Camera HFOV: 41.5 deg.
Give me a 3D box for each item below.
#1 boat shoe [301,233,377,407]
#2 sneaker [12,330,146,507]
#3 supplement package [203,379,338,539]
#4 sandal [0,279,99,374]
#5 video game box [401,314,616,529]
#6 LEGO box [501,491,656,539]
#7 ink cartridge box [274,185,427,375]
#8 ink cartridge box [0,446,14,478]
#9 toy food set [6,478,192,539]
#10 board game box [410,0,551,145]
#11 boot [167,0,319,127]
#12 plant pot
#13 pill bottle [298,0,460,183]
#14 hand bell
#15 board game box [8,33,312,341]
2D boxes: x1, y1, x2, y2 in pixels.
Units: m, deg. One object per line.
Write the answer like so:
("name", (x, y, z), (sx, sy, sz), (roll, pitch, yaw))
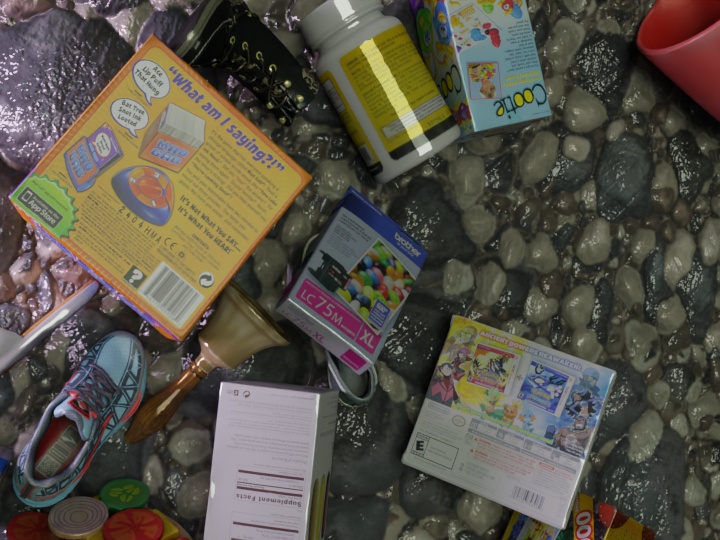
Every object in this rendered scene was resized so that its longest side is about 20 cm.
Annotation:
("boat shoe", (-0.019, 0.055, 1.074), (0.072, 0.062, 0.203), (-11, 90, -13))
("sneaker", (-0.277, 0.147, 0.966), (0.079, 0.096, 0.202), (30, 66, -7))
("supplement package", (-0.093, 0.223, 1.004), (0.108, 0.114, 0.204), (5, 86, 10))
("sandal", (-0.363, 0.064, 0.972), (0.206, 0.079, 0.059), (-43, 98, -22))
("video game box", (0.168, 0.169, 1.083), (0.198, 0.047, 0.185), (19, 84, 20))
("LEGO box", (0.223, 0.353, 1.080), (0.077, 0.148, 0.202), (31, 79, -28))
("ink cartridge box", (0.000, 0.000, 1.054), (0.119, 0.042, 0.201), (37, 51, -11))
("ink cartridge box", (-0.445, 0.185, 0.901), (0.198, 0.146, 0.085), (24, 82, -14))
("toy food set", (-0.259, 0.286, 0.934), (0.198, 0.197, 0.049), (-17, 124, -41))
("board game box", (0.136, -0.261, 1.111), (0.103, 0.103, 0.203), (-13, 91, -16))
("boot", (-0.116, -0.217, 1.001), (0.073, 0.204, 0.154), (-40, 106, 21))
("plant pot", (0.473, -0.278, 1.175), (0.177, 0.200, 0.201), (42, 77, -19))
("pill bottle", (0.019, -0.211, 1.070), (0.113, 0.114, 0.202), (-32, 97, -15))
("hand bell", (-0.180, 0.112, 1.024), (0.104, 0.104, 0.200), (45, 88, -10))
("board game box", (-0.201, -0.072, 0.955), (0.200, 0.200, 0.201), (41, 78, -10))
